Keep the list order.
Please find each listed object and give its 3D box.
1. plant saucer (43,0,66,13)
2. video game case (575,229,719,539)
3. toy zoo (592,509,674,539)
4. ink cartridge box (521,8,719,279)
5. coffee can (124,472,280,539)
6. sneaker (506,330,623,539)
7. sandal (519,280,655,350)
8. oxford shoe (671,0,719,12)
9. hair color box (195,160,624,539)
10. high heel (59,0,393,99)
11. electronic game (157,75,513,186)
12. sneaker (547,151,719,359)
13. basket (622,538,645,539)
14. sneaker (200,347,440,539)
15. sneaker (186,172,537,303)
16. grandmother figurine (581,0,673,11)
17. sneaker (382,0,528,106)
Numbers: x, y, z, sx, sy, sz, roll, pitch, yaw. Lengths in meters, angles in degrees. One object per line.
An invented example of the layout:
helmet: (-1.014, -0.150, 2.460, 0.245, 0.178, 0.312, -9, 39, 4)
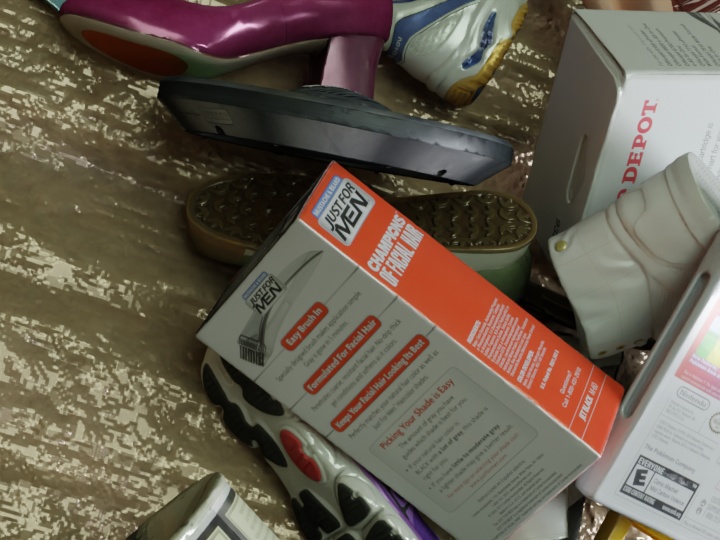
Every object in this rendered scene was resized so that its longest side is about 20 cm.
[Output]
plant saucer: (-0.206, -0.213, 1.134, 0.200, 0.019, 0.070, 40, 63, -9)
video game case: (0.231, 0.076, 1.093, 0.200, 0.023, 0.183, 28, 94, -35)
toy zoo: (0.171, 0.224, 1.147, 0.131, 0.020, 0.200, 32, 81, -14)
ink cartridge box: (0.210, -0.072, 1.163, 0.199, 0.146, 0.084, -1, 35, -20)
coffee can: (-0.057, 0.224, 0.999, 0.200, 0.146, 0.146, 48, 61, -5)
sneaker: (0.088, 0.130, 1.148, 0.088, 0.074, 0.201, 15, 71, 0)
sandal: (0.179, 0.019, 1.205, 0.199, 0.082, 0.055, 9, 95, -25)
oxford shoe: (0.244, -0.133, 1.297, 0.070, 0.075, 0.201, -27, 108, -8)
hair color box: (0.026, 0.049, 1.045, 0.200, 0.111, 0.064, 38, 39, -7)
high heel: (-0.075, -0.156, 1.138, 0.199, 0.067, 0.097, 12, 78, -28)
electronic game: (-0.014, -0.080, 1.086, 0.199, 0.200, 0.042, 10, 92, -23)
sneaker: (0.182, 0.019, 1.130, 0.200, 0.115, 0.074, 44, 26, -41)
basket: (0.125, 0.255, 1.047, 0.135, 0.123, 0.201, -9, 102, -12)
sneaker: (-0.001, 0.101, 1.104, 0.083, 0.081, 0.200, -35, 91, -35)
sneaker: (0.000, 0.000, 1.136, 0.199, 0.090, 0.067, 3, 46, 5)
grandmother figurine: (0.185, -0.120, 1.243, 0.060, 0.121, 0.201, -20, 107, -1)
sneaker: (0.075, -0.200, 1.233, 0.088, 0.075, 0.200, 31, 58, -2)
